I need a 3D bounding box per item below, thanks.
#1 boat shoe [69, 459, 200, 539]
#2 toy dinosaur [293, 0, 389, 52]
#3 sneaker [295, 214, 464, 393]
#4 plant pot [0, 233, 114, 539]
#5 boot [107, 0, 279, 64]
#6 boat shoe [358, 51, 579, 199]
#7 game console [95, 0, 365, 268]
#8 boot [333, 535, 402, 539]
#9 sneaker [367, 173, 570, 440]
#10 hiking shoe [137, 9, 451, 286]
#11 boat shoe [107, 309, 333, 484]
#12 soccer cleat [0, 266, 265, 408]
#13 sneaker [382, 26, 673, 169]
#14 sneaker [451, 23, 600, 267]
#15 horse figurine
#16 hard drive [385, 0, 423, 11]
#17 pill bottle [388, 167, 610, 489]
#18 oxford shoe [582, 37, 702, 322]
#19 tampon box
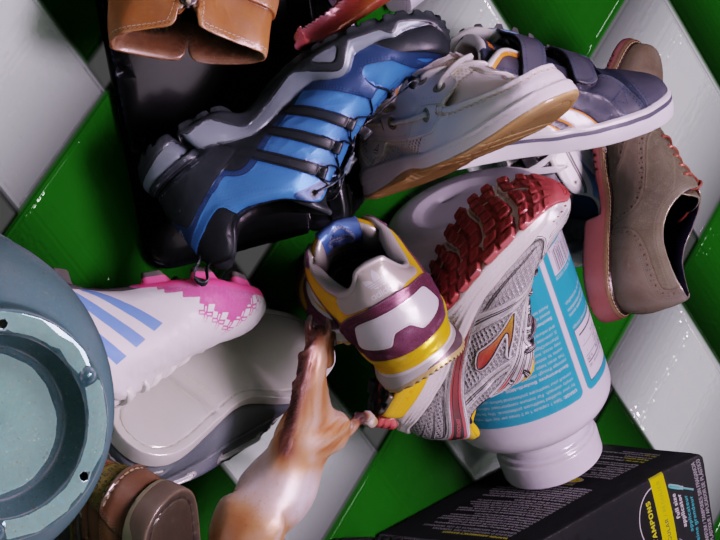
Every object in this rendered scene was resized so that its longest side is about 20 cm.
[{"bbox_3d":[-0.133,0.193,1.647,0.072,0.068,0.200,-34,138,-47],"label":"boat shoe"},{"bbox_3d":[0.064,-0.188,1.688,0.105,0.181,0.200,69,21,-48],"label":"toy dinosaur"},{"bbox_3d":[0.000,0.000,1.699,0.075,0.200,0.090,-33,112,-10],"label":"sneaker"},{"bbox_3d":[-0.208,0.073,1.464,0.200,0.134,0.201,-2,95,-29],"label":"plant pot"},{"bbox_3d":[-0.054,-0.194,1.615,0.200,0.077,0.155,1,65,-7],"label":"boot"},{"bbox_3d":[0.051,-0.096,1.676,0.071,0.200,0.069,-18,88,-35],"label":"boat shoe"},{"bbox_3d":[-0.071,-0.123,1.733,0.176,0.116,0.200,-55,137,-70],"label":"game console"},{"bbox_3d":[-0.002,0.243,1.745,0.200,0.068,0.131,-26,112,-77],"label":"boot"},{"bbox_3d":[0.079,0.023,1.756,0.082,0.200,0.078,20,34,-17],"label":"sneaker"},{"bbox_3d":[-0.026,-0.076,1.645,0.087,0.200,0.074,59,2,6],"label":"hiking shoe"},{"bbox_3d":[-0.091,0.081,1.707,0.200,0.073,0.062,-30,157,-50],"label":"boat shoe"},{"bbox_3d":[-0.138,0.045,1.628,0.200,0.070,0.086,0,76,-40],"label":"soccer cleat"},{"bbox_3d":[0.107,-0.116,1.814,0.200,0.078,0.080,-11,109,-18],"label":"sneaker"},{"bbox_3d":[0.119,-0.083,1.898,0.200,0.072,0.073,55,27,-36],"label":"sneaker"},{"bbox_3d":[-0.050,0.133,1.690,0.200,0.050,0.133,-58,165,-7],"label":"horse figurine"},{"bbox_3d":[0.065,-0.273,1.868,0.200,0.027,0.132,-41,121,-39],"label":"hard drive"},{"bbox_3d":[0.097,0.042,1.858,0.111,0.111,0.200,-40,120,-39],"label":"pill bottle"},{"bbox_3d":[0.195,-0.062,1.887,0.070,0.075,0.200,34,55,-56],"label":"oxford shoe"},{"bbox_3d":[0.131,0.216,1.894,0.200,0.126,0.150,-23,109,-44],"label":"tampon box"}]
